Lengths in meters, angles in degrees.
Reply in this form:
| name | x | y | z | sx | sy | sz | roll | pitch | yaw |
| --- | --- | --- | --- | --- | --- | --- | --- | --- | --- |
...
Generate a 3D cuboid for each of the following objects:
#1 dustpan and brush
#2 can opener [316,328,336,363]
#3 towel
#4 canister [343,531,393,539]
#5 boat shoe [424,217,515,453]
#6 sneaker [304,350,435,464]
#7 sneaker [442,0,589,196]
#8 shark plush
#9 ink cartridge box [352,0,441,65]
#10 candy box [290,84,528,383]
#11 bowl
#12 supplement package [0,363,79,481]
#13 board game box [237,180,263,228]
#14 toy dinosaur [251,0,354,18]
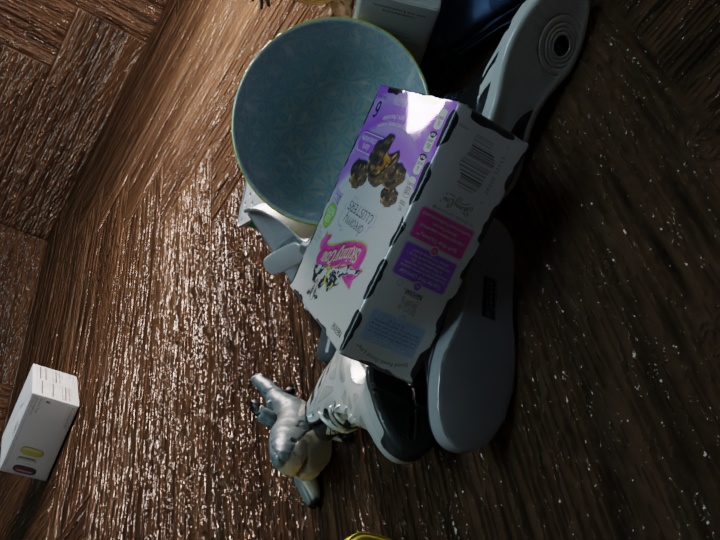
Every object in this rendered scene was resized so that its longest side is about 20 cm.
| name | x | y | z | sx | sy | sz | roll | pitch | yaw |
| --- | --- | --- | --- | --- | --- | --- | --- | --- | --- |
| dustpan and brush | -0.065 | -0.024 | 0.875 | 0.057 | 0.141 | 0.199 | -38 | 9 | -36 |
| can opener | 0.000 | 0.000 | 0.830 | 0.066 | 0.052 | 0.204 | -13 | 60 | 62 |
| towel | 0.145 | -0.289 | 0.781 | 0.199 | 0.048 | 0.114 | -19 | 56 | 57 |
| canister | -0.041 | 0.315 | 0.650 | 0.200 | 0.085 | 0.151 | -41 | 38 | 38 |
| boat shoe | 0.078 | 0.051 | 0.641 | 0.066 | 0.071 | 0.204 | -35 | 41 | 52 |
| sneaker | 0.007 | 0.129 | 0.713 | 0.117 | 0.075 | 0.201 | -59 | 20 | 19 |
| sneaker | 0.119 | -0.170 | 0.715 | 0.203 | 0.072 | 0.112 | -65 | 29 | 8 |
| shark plush | -0.076 | 0.149 | 0.830 | 0.092 | 0.082 | 0.201 | -57 | 30 | 19 |
| ink cartridge box | 0.034 | -0.279 | 0.859 | 0.201 | 0.082 | 0.148 | 113 | 168 | -66 |
| candy box | 0.029 | -0.039 | 0.654 | 0.203 | 0.071 | 0.168 | -65 | 24 | 7 |
| bowl | -0.021 | -0.139 | 0.808 | 0.108 | 0.197 | 0.204 | 25 | -93 | -79 |
| supplement package | -0.747 | 0.353 | 1.855 | 0.203 | 0.109 | 0.156 | -64 | 27 | 8 |
| board game box | -0.087 | -0.164 | 0.979 | 0.199 | 0.025 | 0.204 | -18 | 59 | 59 |
| toy dinosaur | -0.067 | -0.321 | 0.860 | 0.200 | 0.133 | 0.088 | -101 | 24 | -77 |
